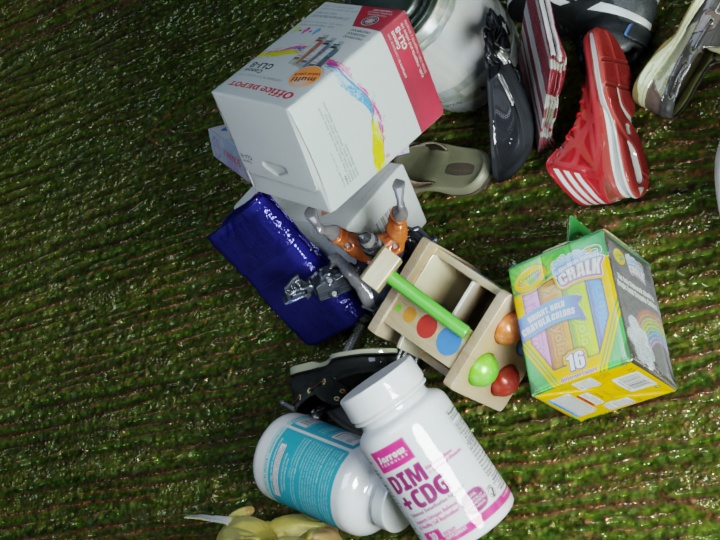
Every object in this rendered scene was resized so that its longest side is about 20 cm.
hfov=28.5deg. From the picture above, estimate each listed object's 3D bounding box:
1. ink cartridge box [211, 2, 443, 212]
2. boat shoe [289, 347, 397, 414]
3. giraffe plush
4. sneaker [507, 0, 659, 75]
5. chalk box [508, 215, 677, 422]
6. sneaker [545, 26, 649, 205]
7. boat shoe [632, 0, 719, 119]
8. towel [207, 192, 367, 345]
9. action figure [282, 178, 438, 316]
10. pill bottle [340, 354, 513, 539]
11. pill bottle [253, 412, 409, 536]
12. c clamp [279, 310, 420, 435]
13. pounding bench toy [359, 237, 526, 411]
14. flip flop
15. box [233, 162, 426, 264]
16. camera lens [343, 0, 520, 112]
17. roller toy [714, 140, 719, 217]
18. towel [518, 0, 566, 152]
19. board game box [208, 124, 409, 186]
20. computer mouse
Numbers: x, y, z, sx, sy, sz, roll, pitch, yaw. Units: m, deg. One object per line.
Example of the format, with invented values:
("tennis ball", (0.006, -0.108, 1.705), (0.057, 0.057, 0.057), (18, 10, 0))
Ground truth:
("ink cartridge box", (-0.037, -0.189, 1.618), (0.145, 0.145, 0.200), (17, 51, 45))
("boat shoe", (-0.018, 0.130, 1.692), (0.201, 0.073, 0.064), (-24, 66, 53))
("giraffe plush", (-0.119, 0.380, 1.685), (0.199, 0.172, 0.163), (3, 96, 28))
("sneaker", (0.254, -0.287, 1.700), (0.199, 0.073, 0.113), (3, 73, 37))
("chalk box", (0.246, 0.042, 1.541), (0.123, 0.124, 0.201), (-24, 58, 28))
("sneaker", (0.254, -0.170, 1.630), (0.115, 0.078, 0.202), (-15, 78, 36))
("boat shoe", (0.388, -0.257, 1.592), (0.065, 0.073, 0.201), (41, 102, 29))
("towel", (-0.088, -0.002, 1.768), (0.050, 0.200, 0.147), (-47, 10, -32))
("action figure", (0.000, 0.000, 1.644), (0.199, 0.194, 0.105), (-26, 44, 1))
("pill bottle", (0.070, 0.202, 1.560), (0.113, 0.113, 0.201), (-34, 91, 23))
("pill bottle", (-0.025, 0.245, 1.678), (0.199, 0.111, 0.111), (16, 82, 41))
("c clamp", (-0.005, 0.118, 1.769), (0.171, 0.027, 0.201), (31, 93, 41))
("pounding bench toy", (0.103, 0.056, 1.590), (0.156, 0.200, 0.125), (35, 95, 37))
("flip flop", (0.074, -0.130, 1.786), (0.199, 0.057, 0.082), (6, 76, 40))
("box", (-0.039, -0.071, 1.796), (0.199, 0.098, 0.125), (13, 51, 41))
("camera lens", (0.087, -0.300, 1.751), (0.159, 0.200, 0.161), (-15, 64, 33))
("roller toy", (0.440, -0.071, 1.390), (0.139, 0.200, 0.184), (-15, 58, 32))
("towel", (0.211, -0.249, 1.653), (0.023, 0.200, 0.145), (-8, 64, -2))
("board game box", (-0.069, -0.165, 1.804), (0.199, 0.199, 0.041), (-142, 39, -60))
("computer mouse", (0.177, -0.200, 1.679), (0.052, 0.201, 0.139), (-3, 27, 7))
